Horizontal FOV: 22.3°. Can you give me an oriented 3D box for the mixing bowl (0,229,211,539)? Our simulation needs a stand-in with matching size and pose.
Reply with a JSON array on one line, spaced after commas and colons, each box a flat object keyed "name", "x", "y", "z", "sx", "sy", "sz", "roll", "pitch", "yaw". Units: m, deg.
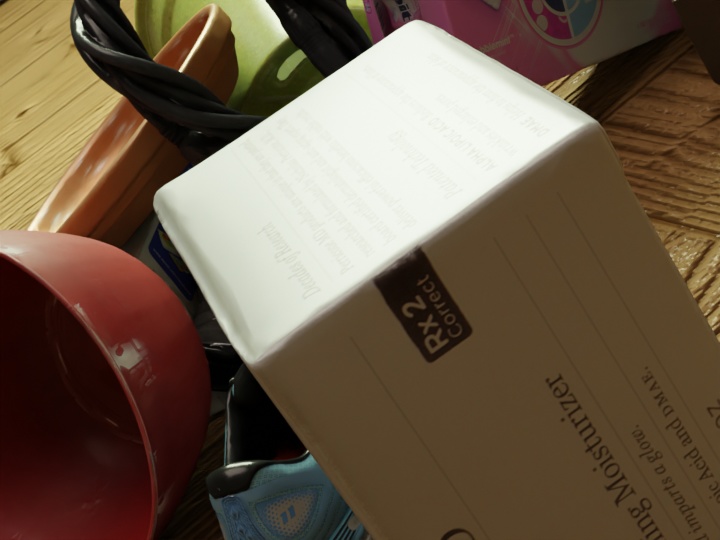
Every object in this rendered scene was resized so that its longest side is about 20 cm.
[{"name": "mixing bowl", "x": -0.150, "y": 0.059, "z": 0.923, "sx": 0.200, "sy": 0.200, "sz": 0.108, "roll": -15, "pitch": 12, "yaw": 38}]

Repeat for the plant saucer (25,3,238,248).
[{"name": "plant saucer", "x": -0.131, "y": -0.064, "z": 1.044, "sx": 0.200, "sy": 0.037, "sz": 0.200, "roll": -48, "pitch": 15, "yaw": 18}]

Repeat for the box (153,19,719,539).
[{"name": "box", "x": 0.044, "y": 0.037, "z": 0.660, "sx": 0.131, "sy": 0.199, "sz": 0.200, "roll": -35, "pitch": 23, "yaw": -2}]

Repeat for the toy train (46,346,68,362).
[{"name": "toy train", "x": -0.155, "y": 0.034, "z": 1.095, "sx": 0.114, "sy": 0.087, "sz": 0.200, "roll": -16, "pitch": 24, "yaw": 16}]

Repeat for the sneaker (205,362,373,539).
[{"name": "sneaker", "x": -0.013, "y": 0.064, "z": 0.824, "sx": 0.078, "sy": 0.090, "sz": 0.200, "roll": -22, "pitch": 21, "yaw": 26}]

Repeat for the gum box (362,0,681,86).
[{"name": "gum box", "x": 0.086, "y": -0.163, "z": 1.040, "sx": 0.200, "sy": 0.114, "sz": 0.066, "roll": -26, "pitch": 14, "yaw": -39}]

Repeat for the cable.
[{"name": "cable", "x": -0.066, "y": -0.123, "z": 0.954, "sx": 0.051, "sy": 0.200, "sz": 0.163, "roll": -35, "pitch": 32, "yaw": 46}]

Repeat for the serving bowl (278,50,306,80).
[{"name": "serving bowl", "x": -0.089, "y": -0.184, "z": 1.354, "sx": 0.200, "sy": 0.066, "sz": 0.200, "roll": -27, "pitch": 24, "yaw": 13}]

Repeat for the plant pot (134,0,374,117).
[{"name": "plant pot", "x": -0.029, "y": -0.135, "z": 1.155, "sx": 0.200, "sy": 0.200, "sz": 0.184, "roll": -33, "pitch": 34, "yaw": 3}]

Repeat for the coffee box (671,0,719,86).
[{"name": "coffee box", "x": 0.246, "y": -0.177, "z": 0.974, "sx": 0.114, "sy": 0.080, "sz": 0.200, "roll": -21, "pitch": 26, "yaw": 29}]

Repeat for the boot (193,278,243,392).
[{"name": "boot", "x": 0.000, "y": 0.000, "z": 0.985, "sx": 0.200, "sy": 0.070, "sz": 0.132, "roll": -19, "pitch": 41, "yaw": 11}]

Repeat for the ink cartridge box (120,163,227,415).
[{"name": "ink cartridge box", "x": -0.097, "y": -0.004, "z": 1.067, "sx": 0.037, "sy": 0.095, "sz": 0.200, "roll": -26, "pitch": 23, "yaw": 23}]
